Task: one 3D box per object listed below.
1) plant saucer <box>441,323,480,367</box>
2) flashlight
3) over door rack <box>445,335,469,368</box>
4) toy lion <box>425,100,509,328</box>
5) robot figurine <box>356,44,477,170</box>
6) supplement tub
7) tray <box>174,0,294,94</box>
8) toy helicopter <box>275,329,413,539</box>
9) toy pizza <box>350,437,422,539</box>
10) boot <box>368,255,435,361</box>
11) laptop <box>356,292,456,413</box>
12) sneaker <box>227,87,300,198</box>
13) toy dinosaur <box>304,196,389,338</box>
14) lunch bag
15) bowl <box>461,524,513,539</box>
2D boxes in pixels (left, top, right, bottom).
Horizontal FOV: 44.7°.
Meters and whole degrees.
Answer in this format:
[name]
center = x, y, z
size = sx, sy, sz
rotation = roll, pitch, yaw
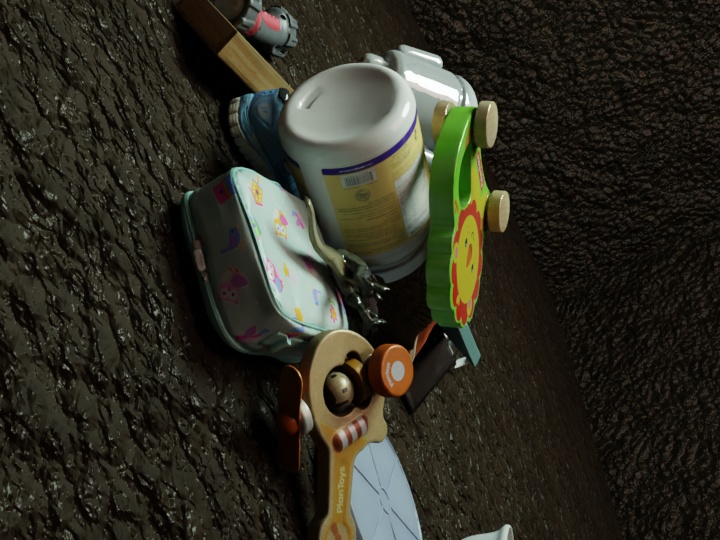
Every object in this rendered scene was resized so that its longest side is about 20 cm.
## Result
[plant saucer]
center = 0.117, 0.063, 1.230
size = 0.071, 0.019, 0.200
rotation = 64, -5, -25
[flashlight]
center = -0.131, -0.323, 1.108
size = 0.069, 0.067, 0.200
rotation = 56, 16, 2
[over door rack]
center = 0.125, 0.071, 1.422
size = 0.200, 0.066, 0.150
rotation = 63, 7, -68
[toy lion]
center = 0.104, -0.049, 0.932
size = 0.202, 0.067, 0.194
rotation = 73, 31, -44
[robot figurine]
center = 0.075, -0.219, 1.168
size = 0.197, 0.112, 0.173
rotation = 14, 71, -26
[supplement tub]
center = 0.003, -0.098, 0.929
size = 0.202, 0.143, 0.147
rotation = 72, 8, -46
[tray]
center = -0.125, -0.232, 1.005
size = 0.099, 0.037, 0.200
rotation = 49, 6, 30
[toy helicopter]
center = -0.027, 0.153, 0.766
size = 0.131, 0.078, 0.204
rotation = 11, 79, -45
[toy pizza]
center = 0.012, 0.239, 0.890
size = 0.202, 0.031, 0.202
rotation = 59, 17, -30
[boot]
center = 0.070, 0.034, 1.065
size = 0.075, 0.201, 0.107
rotation = 35, 51, 13
[laptop]
center = 0.046, 0.072, 1.257
size = 0.200, 0.115, 0.189
rotation = -42, 111, -43
[sneaker]
center = -0.069, -0.120, 0.996
size = 0.201, 0.089, 0.079
rotation = 56, 20, -38
[toy dinosaur]
center = -0.007, 0.008, 0.836
size = 0.089, 0.047, 0.200
rotation = 56, 2, 25
[lunch bag]
center = -0.085, 0.004, 0.807
size = 0.200, 0.076, 0.163
rotation = 25, 46, -67
[bowl]
center = 0.108, 0.360, 0.886
size = 0.201, 0.089, 0.205
rotation = 0, 90, -76
